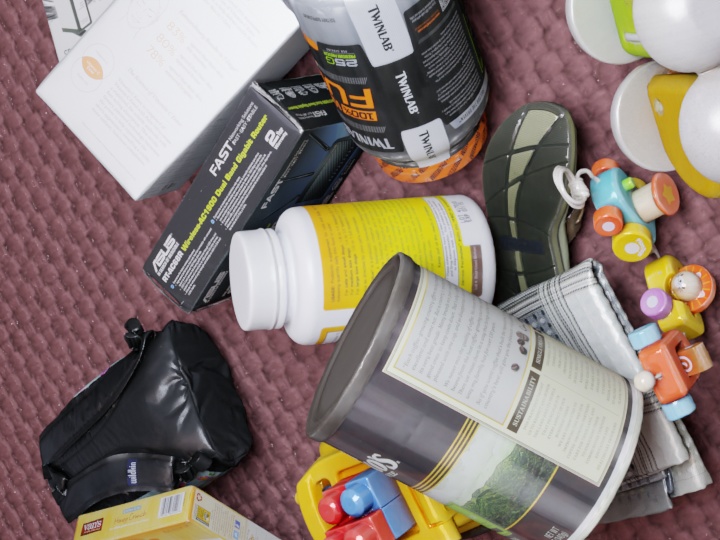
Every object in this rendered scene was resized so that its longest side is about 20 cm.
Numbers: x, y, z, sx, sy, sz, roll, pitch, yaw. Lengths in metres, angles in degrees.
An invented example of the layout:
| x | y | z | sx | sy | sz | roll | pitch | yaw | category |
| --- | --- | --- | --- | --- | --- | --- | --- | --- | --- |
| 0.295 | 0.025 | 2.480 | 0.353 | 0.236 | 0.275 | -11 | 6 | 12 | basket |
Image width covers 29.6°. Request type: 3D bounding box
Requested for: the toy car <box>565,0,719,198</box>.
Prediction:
| x | y | z | sx | sy | sz | roll | pitch | yaw | category |
| --- | --- | --- | --- | --- | --- | --- | --- | --- | --- |
| 0.249 | -0.161 | 0.956 | 0.149 | 0.175 | 0.201 | -28 | 105 | -7 | toy car |

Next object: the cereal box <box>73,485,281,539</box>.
| x | y | z | sx | sy | sz | roll | pitch | yaw | category |
| --- | --- | --- | --- | --- | --- | --- | --- | --- | --- |
| -0.143 | 0.265 | 1.245 | 0.143 | 0.200 | 0.040 | -20 | 47 | 30 | cereal box |

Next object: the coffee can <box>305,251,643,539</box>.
| x | y | z | sx | sy | sz | roll | pitch | yaw | category |
| --- | --- | --- | --- | --- | --- | --- | --- | --- | --- |
| 0.080 | 0.098 | 0.980 | 0.199 | 0.147 | 0.147 | 28 | 115 | -7 | coffee can |

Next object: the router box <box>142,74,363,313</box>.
| x | y | z | sx | sy | sz | roll | pitch | yaw | category |
| --- | --- | --- | --- | --- | --- | --- | --- | --- | --- |
| -0.079 | -0.068 | 1.148 | 0.062 | 0.150 | 0.201 | 42 | 117 | 15 | router box |

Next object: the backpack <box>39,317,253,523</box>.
| x | y | z | sx | sy | sz | roll | pitch | yaw | category |
| --- | --- | --- | --- | --- | --- | --- | --- | --- | --- |
| -0.202 | 0.160 | 1.273 | 0.199 | 0.126 | 0.168 | -36 | 60 | 25 | backpack |

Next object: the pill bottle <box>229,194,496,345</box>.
| x | y | z | sx | sy | sz | roll | pitch | yaw | category |
| --- | --- | --- | --- | --- | --- | --- | --- | --- | --- |
| 0.000 | 0.000 | 1.088 | 0.109 | 0.198 | 0.110 | 175 | 90 | -73 | pill bottle |

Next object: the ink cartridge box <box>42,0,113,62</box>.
| x | y | z | sx | sy | sz | roll | pitch | yaw | category |
| --- | --- | --- | --- | --- | --- | --- | --- | --- | --- |
| -0.206 | -0.251 | 1.214 | 0.145 | 0.084 | 0.202 | -13 | 96 | 29 | ink cartridge box |

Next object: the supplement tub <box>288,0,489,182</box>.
| x | y | z | sx | sy | sz | roll | pitch | yaw | category |
| --- | --- | --- | --- | --- | --- | --- | --- | --- | --- |
| 0.027 | -0.170 | 1.042 | 0.122 | 0.123 | 0.201 | 3 | 140 | 27 | supplement tub |

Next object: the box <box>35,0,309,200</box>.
| x | y | z | sx | sy | sz | roll | pitch | yaw | category |
| --- | --- | --- | --- | --- | --- | --- | --- | --- | --- |
| -0.141 | -0.173 | 1.103 | 0.200 | 0.097 | 0.124 | -44 | 87 | 16 | box |

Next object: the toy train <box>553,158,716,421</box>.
| x | y | z | sx | sy | sz | roll | pitch | yaw | category |
| --- | --- | --- | --- | --- | --- | --- | --- | --- | --- |
| 0.219 | 0.001 | 1.006 | 0.055 | 0.150 | 0.201 | -26 | 84 | 28 | toy train |

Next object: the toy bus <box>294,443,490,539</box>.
| x | y | z | sx | sy | sz | roll | pitch | yaw | category |
| --- | --- | --- | --- | --- | --- | --- | --- | --- | --- |
| 0.017 | 0.183 | 1.118 | 0.199 | 0.191 | 0.137 | -27 | 91 | 44 | toy bus |

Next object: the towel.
| x | y | z | sx | sy | sz | roll | pitch | yaw | category |
| --- | --- | --- | --- | --- | --- | --- | --- | --- | --- |
| 0.164 | 0.112 | 1.091 | 0.192 | 0.034 | 0.201 | -31 | 87 | 47 | towel |

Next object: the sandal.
| x | y | z | sx | sy | sz | roll | pitch | yaw | category |
| --- | --- | --- | --- | --- | --- | --- | --- | --- | --- |
| 0.144 | -0.043 | 1.092 | 0.079 | 0.057 | 0.203 | 19 | 127 | 35 | sandal |
